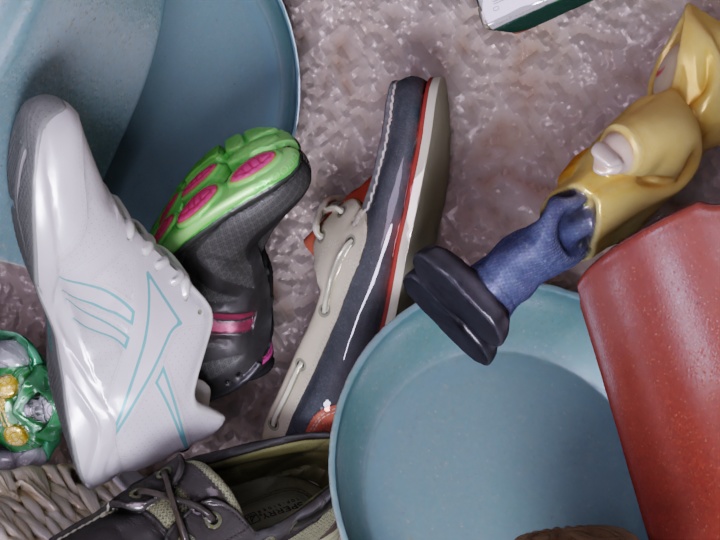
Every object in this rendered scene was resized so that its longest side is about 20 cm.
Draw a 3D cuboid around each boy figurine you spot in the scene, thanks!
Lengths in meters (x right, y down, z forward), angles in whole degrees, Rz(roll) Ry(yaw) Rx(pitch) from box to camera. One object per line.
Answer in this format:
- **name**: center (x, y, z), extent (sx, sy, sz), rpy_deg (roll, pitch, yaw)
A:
- **boy figurine**: center (0.112, -0.045, 1.272), extent (0.064, 0.124, 0.200), rpy_deg (44, 78, 7)

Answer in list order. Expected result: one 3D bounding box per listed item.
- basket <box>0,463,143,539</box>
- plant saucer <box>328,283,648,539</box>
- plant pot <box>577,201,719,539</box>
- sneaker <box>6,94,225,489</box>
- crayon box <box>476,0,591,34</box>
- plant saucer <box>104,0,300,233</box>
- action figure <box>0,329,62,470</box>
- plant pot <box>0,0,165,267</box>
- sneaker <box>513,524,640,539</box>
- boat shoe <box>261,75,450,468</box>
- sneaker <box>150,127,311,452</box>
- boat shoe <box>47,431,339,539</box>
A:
- **basket**: center (-0.132, 0.196, 1.322), extent (0.200, 0.123, 0.136), rpy_deg (43, 118, 37)
- **plant saucer**: center (0.075, 0.104, 1.293), extent (0.198, 0.036, 0.201), rpy_deg (7, 66, -16)
- **plant pot**: center (0.197, 0.068, 1.226), extent (0.200, 0.201, 0.196), rpy_deg (-25, 75, 18)
- **sneaker**: center (-0.113, 0.004, 1.276), extent (0.080, 0.071, 0.201), rpy_deg (-15, 123, -8)
- **crayon box**: center (0.132, -0.207, 1.304), extent (0.199, 0.051, 0.128), rpy_deg (-22, 85, 19)
- **plant saucer**: center (-0.119, -0.091, 1.407), extent (0.199, 0.027, 0.202), rpy_deg (1, 92, 20)
- **action figure**: center (-0.211, 0.070, 1.399), extent (0.199, 0.055, 0.119), rpy_deg (-6, 101, 39)
- **plant pot**: center (-0.201, -0.141, 1.325), extent (0.196, 0.196, 0.201), rpy_deg (33, 94, 15)
- **sneaker**: center (0.102, 0.175, 1.150), extent (0.069, 0.200, 0.109), rpy_deg (-5, 95, -3)
- **boat shoe**: center (0.000, 0.000, 1.347), extent (0.062, 0.071, 0.202), rpy_deg (15, 102, 14)
- **sneaker**: center (-0.069, 0.010, 1.351), extent (0.083, 0.077, 0.200), rpy_deg (27, 127, -9)
- **boat shoe**: center (-0.079, 0.115, 1.276), extent (0.072, 0.200, 0.066), rpy_deg (42, 127, 29)
